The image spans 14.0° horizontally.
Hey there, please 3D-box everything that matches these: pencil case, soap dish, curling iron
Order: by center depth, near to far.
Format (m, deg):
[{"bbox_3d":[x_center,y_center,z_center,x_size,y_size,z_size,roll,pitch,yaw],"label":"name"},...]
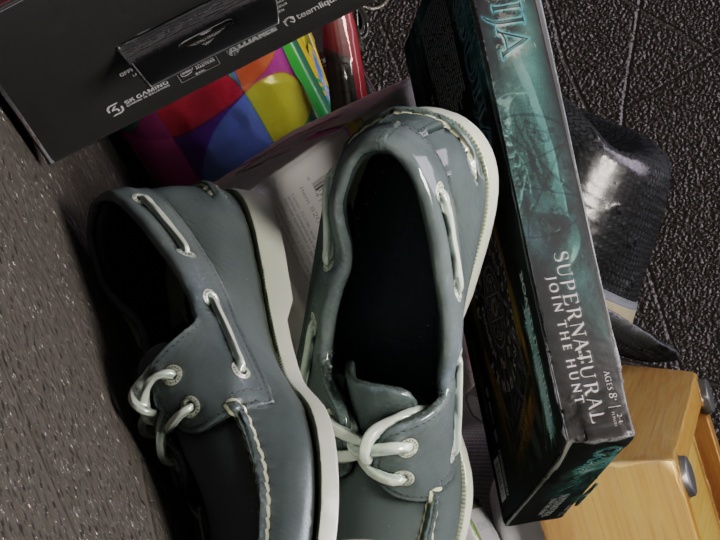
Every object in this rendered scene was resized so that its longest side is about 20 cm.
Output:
[{"bbox_3d":[0.120,0.128,1.233,0.200,0.081,0.158,-46,120,-76],"label":"soap dish"},{"bbox_3d":[0.006,-0.044,1.241,0.050,0.025,0.201,-10,92,-58],"label":"curling iron"},{"bbox_3d":[-0.055,-0.054,1.247,0.088,0.088,0.200,-109,173,-58],"label":"pencil case"}]

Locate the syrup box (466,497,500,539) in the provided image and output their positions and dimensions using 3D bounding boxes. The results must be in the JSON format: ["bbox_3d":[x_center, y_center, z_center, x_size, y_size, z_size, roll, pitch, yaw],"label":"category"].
[{"bbox_3d":[0.049,0.190,1.088,0.200,0.081,0.079,65,6,6],"label":"syrup box"}]

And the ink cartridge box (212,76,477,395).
[{"bbox_3d":[0.000,0.000,1.160,0.200,0.067,0.117,-37,104,-57],"label":"ink cartridge box"}]

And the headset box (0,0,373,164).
[{"bbox_3d":[-0.077,-0.141,1.047,0.077,0.149,0.200,59,6,-46],"label":"headset box"}]

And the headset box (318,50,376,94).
[{"bbox_3d":[0.002,-0.047,1.930,0.149,0.075,0.200,61,5,-31],"label":"headset box"}]

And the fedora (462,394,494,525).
[{"bbox_3d":[0.038,0.119,1.292,0.177,0.090,0.200,61,5,-37],"label":"fedora"}]

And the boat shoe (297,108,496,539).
[{"bbox_3d":[0.002,0.044,1.008,0.062,0.073,0.201,-11,112,-72],"label":"boat shoe"}]

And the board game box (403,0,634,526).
[{"bbox_3d":[0.056,-0.017,1.086,0.135,0.028,0.201,114,-34,-72],"label":"board game box"}]

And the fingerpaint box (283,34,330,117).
[{"bbox_3d":[-0.083,-0.155,1.539,0.200,0.073,0.167,62,5,-27],"label":"fingerpaint box"}]

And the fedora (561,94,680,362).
[{"bbox_3d":[0.082,-0.037,1.347,0.200,0.092,0.201,30,5,-3],"label":"fedora"}]

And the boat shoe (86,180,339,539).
[{"bbox_3d":[-0.054,0.046,0.969,0.062,0.073,0.200,13,41,-24],"label":"boat shoe"}]
